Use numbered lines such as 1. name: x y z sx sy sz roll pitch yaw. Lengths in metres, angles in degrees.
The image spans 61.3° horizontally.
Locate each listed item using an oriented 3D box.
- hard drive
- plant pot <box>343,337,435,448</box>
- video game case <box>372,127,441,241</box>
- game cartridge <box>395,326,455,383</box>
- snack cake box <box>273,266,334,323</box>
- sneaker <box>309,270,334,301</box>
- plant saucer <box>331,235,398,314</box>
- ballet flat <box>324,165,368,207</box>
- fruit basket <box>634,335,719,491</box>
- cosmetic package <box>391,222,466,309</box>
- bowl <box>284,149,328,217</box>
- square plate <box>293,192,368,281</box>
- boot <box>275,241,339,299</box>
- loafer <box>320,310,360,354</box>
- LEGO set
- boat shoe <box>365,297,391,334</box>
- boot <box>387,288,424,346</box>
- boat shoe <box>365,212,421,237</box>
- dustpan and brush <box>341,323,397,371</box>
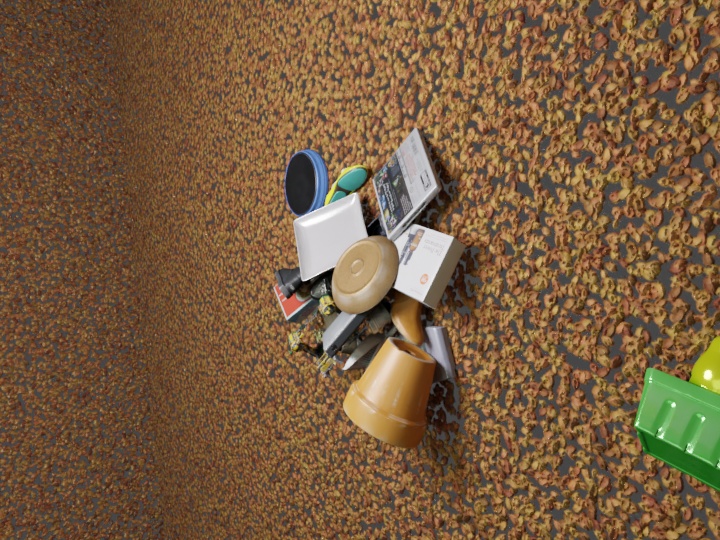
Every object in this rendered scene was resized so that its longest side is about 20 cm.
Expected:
1. hard drive: -0.015 0.105 1.455 0.201 0.033 0.140 -49 10 4
2. plant pot: 0.083 0.265 1.381 0.199 0.197 0.188 32 101 45
3. video game case: 0.104 -0.203 1.425 0.182 0.023 0.204 -46 42 35
4. game cartridge: 0.142 0.210 1.461 0.198 0.040 0.138 -30 66 49
5. snack cake box: -0.142 0.044 1.723 0.198 0.067 0.117 -38 62 16
6. sneaker: -0.062 0.026 1.586 0.194 0.114 0.079 -15 78 22
7. plant saucer: 0.000 0.000 1.415 0.196 0.035 0.206 -24 48 30
8. ballet flat: -0.044 -0.235 1.648 0.200 0.065 0.069 -49 36 44
9. fruit basket: 0.532 0.201 0.905 0.210 0.156 0.220 -21 42 20
10. cosmetic package: 0.128 -0.018 1.364 0.198 0.051 0.155 25 89 55
11. bowl: -0.166 -0.258 1.817 0.198 0.038 0.209 6 97 52
12. square plate: -0.074 -0.085 1.568 0.195 0.029 0.203 -22 55 12
13. boot: -0.135 -0.018 1.648 0.198 0.066 0.165 -40 22 1
14. loafer: -0.066 0.151 1.696 0.201 0.068 0.077 53 131 35
15. LEGO set: -0.086 0.180 1.571 0.199 0.154 0.117 -42 36 6
16. boat shoe: 0.047 0.106 1.516 0.072 0.070 0.201 62 -178 -8
17. boot: 0.129 0.056 1.415 0.145 0.069 0.204 -49 47 27
18. boat shoe: 0.078 -0.118 1.496 0.198 0.061 0.077 -33 66 47
19. dustpan and brush: 0.048 0.182 1.526 0.057 0.138 0.204 35 103 27
